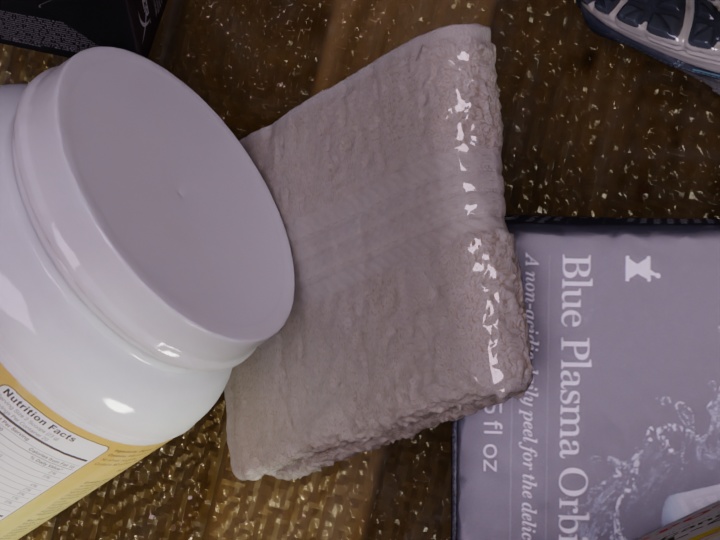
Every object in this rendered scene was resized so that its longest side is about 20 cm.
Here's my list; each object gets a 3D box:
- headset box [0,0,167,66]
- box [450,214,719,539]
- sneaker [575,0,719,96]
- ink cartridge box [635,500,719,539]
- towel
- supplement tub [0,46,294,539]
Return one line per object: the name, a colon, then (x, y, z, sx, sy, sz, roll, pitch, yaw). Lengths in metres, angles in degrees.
headset box: (-0.127, -0.189, 0.992, 0.149, 0.075, 0.200, 13, 65, 8)
box: (0.134, 0.078, 0.980, 0.200, 0.117, 0.197, 0, 92, 6)
sneaker: (0.173, -0.068, 0.990, 0.200, 0.078, 0.086, 18, 137, 22)
ink cartridge box: (0.087, 0.140, 0.828, 0.148, 0.200, 0.086, -26, 90, 7)
towel: (0.000, 0.000, 0.961, 0.034, 0.200, 0.133, -2, 79, -30)
supplement tub: (-0.138, 0.021, 0.972, 0.200, 0.145, 0.145, -34, 87, 26)
